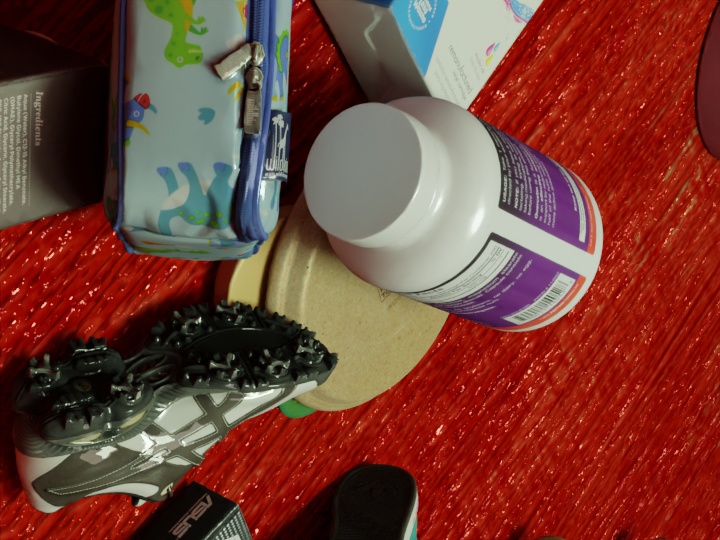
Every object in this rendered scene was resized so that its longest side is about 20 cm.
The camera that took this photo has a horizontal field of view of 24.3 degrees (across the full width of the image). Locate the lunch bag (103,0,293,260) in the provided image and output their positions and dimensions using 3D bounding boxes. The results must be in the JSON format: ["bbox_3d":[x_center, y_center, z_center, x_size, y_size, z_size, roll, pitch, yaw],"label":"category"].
[{"bbox_3d":[-0.075,-0.088,0.794,0.200,0.082,0.161,132,-40,-83],"label":"lunch bag"}]

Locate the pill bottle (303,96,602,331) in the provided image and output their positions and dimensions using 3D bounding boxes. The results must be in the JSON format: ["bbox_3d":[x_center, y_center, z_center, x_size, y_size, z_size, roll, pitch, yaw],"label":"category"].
[{"bbox_3d":[0.054,-0.034,0.975,0.200,0.112,0.113,21,90,-55],"label":"pill bottle"}]

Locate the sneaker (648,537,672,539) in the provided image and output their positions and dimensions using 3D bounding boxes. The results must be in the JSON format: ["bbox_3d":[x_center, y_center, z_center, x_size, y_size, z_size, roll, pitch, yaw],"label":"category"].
[{"bbox_3d":[0.254,0.331,1.555,0.082,0.078,0.200,-18,131,-52],"label":"sneaker"}]

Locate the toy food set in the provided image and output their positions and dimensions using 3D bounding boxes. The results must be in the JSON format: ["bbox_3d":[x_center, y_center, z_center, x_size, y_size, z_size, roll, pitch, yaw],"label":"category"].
[{"bbox_3d":[0.000,0.000,1.060,0.200,0.049,0.198,-55,143,-19],"label":"toy food set"}]

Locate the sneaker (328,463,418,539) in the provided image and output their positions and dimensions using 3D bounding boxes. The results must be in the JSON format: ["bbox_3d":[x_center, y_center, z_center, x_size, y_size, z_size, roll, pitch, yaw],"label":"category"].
[{"bbox_3d":[-0.006,0.233,1.115,0.200,0.083,0.121,-59,150,-56],"label":"sneaker"}]

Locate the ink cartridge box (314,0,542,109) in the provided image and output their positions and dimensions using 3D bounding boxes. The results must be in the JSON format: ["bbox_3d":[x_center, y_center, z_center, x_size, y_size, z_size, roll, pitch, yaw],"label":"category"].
[{"bbox_3d":[0.065,-0.201,1.025,0.200,0.067,0.116,-55,143,-19],"label":"ink cartridge box"}]

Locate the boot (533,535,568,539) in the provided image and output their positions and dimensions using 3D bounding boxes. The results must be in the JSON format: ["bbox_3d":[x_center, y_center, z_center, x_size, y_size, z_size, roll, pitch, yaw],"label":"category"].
[{"bbox_3d":[0.166,0.312,1.418,0.155,0.073,0.200,4,105,-53],"label":"boot"}]

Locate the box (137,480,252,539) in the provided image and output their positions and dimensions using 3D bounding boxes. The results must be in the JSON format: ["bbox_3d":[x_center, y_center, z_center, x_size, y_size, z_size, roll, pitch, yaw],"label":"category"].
[{"bbox_3d":[-0.126,0.263,1.032,0.193,0.047,0.200,-43,138,-29],"label":"box"}]

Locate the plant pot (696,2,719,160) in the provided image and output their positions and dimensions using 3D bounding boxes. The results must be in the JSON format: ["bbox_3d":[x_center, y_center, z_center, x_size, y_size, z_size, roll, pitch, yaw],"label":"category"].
[{"bbox_3d":[0.409,-0.163,1.403,0.200,0.179,0.200,-27,127,-43],"label":"plant pot"}]

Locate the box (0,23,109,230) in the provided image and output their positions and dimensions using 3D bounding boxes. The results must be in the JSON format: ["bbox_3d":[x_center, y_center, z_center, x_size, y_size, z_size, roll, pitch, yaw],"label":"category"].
[{"bbox_3d":[-0.214,-0.054,0.708,0.200,0.100,0.075,-21,125,-45],"label":"box"}]

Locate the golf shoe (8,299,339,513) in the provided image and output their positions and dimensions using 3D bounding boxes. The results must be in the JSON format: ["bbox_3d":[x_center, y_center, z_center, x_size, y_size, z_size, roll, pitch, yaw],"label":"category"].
[{"bbox_3d":[-0.106,0.078,0.940,0.200,0.078,0.095,-11,129,-33],"label":"golf shoe"}]
